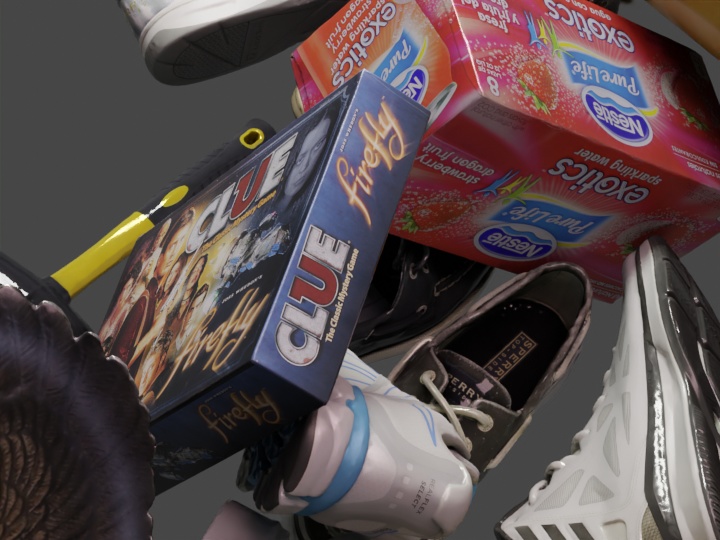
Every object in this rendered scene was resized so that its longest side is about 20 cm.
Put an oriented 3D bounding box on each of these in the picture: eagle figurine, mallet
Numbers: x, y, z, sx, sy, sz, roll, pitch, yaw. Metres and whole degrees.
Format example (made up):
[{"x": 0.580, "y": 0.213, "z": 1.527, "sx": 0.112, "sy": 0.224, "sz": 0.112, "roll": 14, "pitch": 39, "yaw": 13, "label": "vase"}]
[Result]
[{"x": -0.153, "y": 0.122, "z": 0.837, "sx": 0.151, "sy": 0.151, "sz": 0.200, "roll": 1, "pitch": 63, "yaw": -4, "label": "eagle figurine"}, {"x": -0.098, "y": -0.010, "z": 1.022, "sx": 0.200, "sy": 0.041, "sz": 0.066, "roll": -32, "pitch": 71, "yaw": -37, "label": "mallet"}]

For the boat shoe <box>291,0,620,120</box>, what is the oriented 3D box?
[{"x": 0.055, "y": -0.118, "z": 1.119, "sx": 0.200, "sy": 0.072, "sz": 0.072, "roll": -20, "pitch": 64, "yaw": -28, "label": "boat shoe"}]

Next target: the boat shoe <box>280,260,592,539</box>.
[{"x": 0.036, "y": 0.064, "z": 0.993, "sx": 0.071, "sy": 0.064, "sz": 0.200, "roll": 37, "pitch": 54, "yaw": 9, "label": "boat shoe"}]

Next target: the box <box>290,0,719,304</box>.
[{"x": 0.078, "y": -0.064, "z": 1.024, "sx": 0.200, "sy": 0.100, "sz": 0.096, "roll": 17, "pitch": 48, "yaw": -42, "label": "box"}]

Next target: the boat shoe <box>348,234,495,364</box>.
[{"x": -0.002, "y": -0.002, "z": 1.024, "sx": 0.199, "sy": 0.066, "sz": 0.075, "roll": -24, "pitch": 65, "yaw": -30, "label": "boat shoe"}]

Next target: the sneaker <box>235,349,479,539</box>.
[{"x": 0.002, "y": 0.076, "z": 0.896, "sx": 0.087, "sy": 0.200, "sz": 0.075, "roll": 23, "pitch": 95, "yaw": -8, "label": "sneaker"}]

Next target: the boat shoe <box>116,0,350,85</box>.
[{"x": -0.027, "y": -0.154, "z": 1.119, "sx": 0.202, "sy": 0.074, "sz": 0.065, "roll": -22, "pitch": 70, "yaw": -22, "label": "boat shoe"}]

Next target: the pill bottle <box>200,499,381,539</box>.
[{"x": 0.015, "y": 0.174, "z": 0.880, "sx": 0.200, "sy": 0.113, "sz": 0.113, "roll": 28, "pitch": 53, "yaw": 2, "label": "pill bottle"}]

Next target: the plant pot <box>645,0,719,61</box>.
[{"x": 0.194, "y": -0.182, "z": 1.042, "sx": 0.189, "sy": 0.201, "sz": 0.201, "roll": 29, "pitch": 52, "yaw": 20, "label": "plant pot"}]

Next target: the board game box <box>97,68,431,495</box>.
[{"x": -0.056, "y": 0.016, "z": 0.885, "sx": 0.035, "sy": 0.200, "sz": 0.136, "roll": 31, "pitch": 57, "yaw": -19, "label": "board game box"}]

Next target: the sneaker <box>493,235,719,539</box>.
[{"x": 0.107, "y": 0.072, "z": 0.985, "sx": 0.076, "sy": 0.115, "sz": 0.201, "roll": 50, "pitch": 26, "yaw": -34, "label": "sneaker"}]
